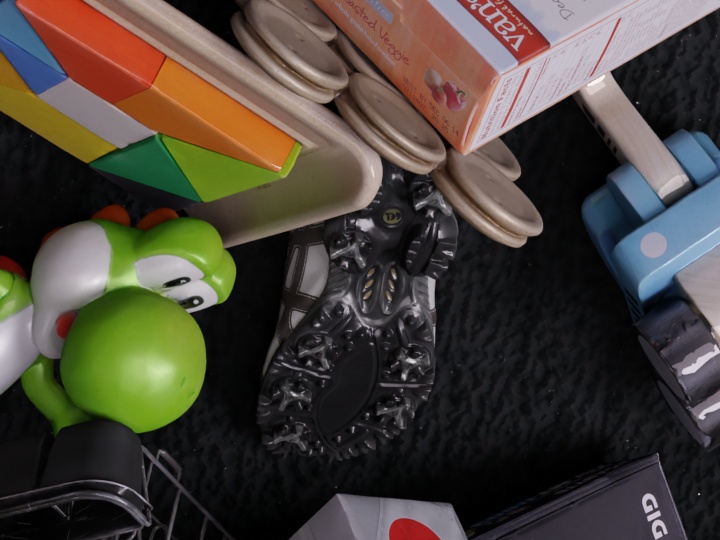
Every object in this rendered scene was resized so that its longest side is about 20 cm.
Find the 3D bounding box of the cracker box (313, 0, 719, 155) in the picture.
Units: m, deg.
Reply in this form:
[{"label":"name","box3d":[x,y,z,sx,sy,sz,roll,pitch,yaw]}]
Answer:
[{"label":"cracker box","box3d":[0.075,-0.147,1.000,0.200,0.058,0.134,-30,68,-33]}]

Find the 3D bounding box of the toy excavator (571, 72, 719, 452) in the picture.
[{"label":"toy excavator","box3d":[0.133,-0.041,1.104,0.100,0.200,0.194,-35,154,-2]}]

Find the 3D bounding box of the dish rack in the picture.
[{"label":"dish rack","box3d":[-0.120,0.141,1.062,0.153,0.055,0.200,-15,138,23]}]

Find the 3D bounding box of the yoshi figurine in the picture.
[{"label":"yoshi figurine","box3d":[-0.148,0.039,1.030,0.200,0.112,0.112,-18,90,9]}]

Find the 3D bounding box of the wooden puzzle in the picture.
[{"label":"wooden puzzle","box3d":[-0.106,-0.076,0.994,0.200,0.185,0.037,37,70,-18]}]

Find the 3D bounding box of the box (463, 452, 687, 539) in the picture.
[{"label":"box","box3d":[0.088,0.210,1.116,0.198,0.050,0.200,-20,92,-33]}]

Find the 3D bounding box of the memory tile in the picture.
[{"label":"memory tile","box3d":[0.002,-0.089,1.004,0.153,0.200,0.017,35,109,-21]}]

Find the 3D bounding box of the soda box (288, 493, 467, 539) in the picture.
[{"label":"soda box","box3d":[-0.034,0.174,1.014,0.068,0.063,0.200,8,137,-42]}]

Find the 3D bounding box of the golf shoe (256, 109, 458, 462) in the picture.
[{"label":"golf shoe","box3d":[0.000,0.000,1.097,0.078,0.095,0.200,9,129,-15]}]
